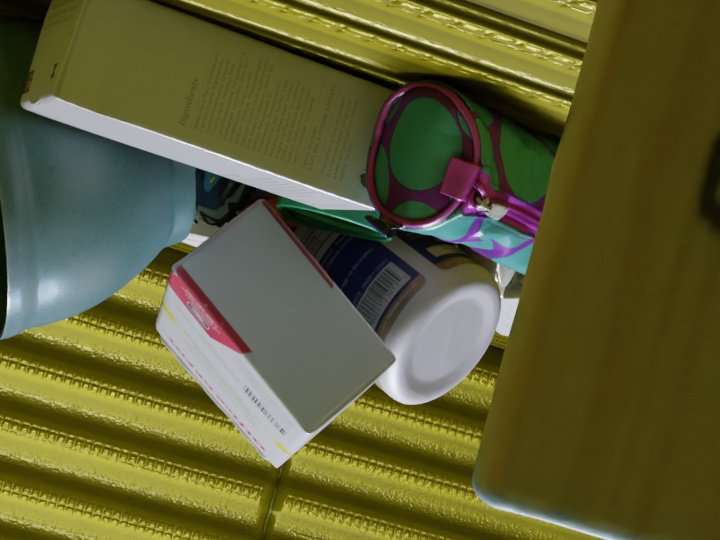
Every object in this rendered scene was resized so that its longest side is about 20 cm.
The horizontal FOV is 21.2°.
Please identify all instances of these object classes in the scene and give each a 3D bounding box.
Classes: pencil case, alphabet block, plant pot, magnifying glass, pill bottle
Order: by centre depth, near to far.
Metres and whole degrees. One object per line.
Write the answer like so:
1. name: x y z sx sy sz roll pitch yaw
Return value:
1. alphabet block: 0.166 0.009 0.649 0.195 0.202 0.195 15 175 14
2. pencil case: 0.090 -0.038 1.089 0.199 0.085 0.093 19 -157 -46
3. plant pot: -0.182 -0.067 1.210 0.133 0.202 0.200 -11 -174 -20
4. magnifying glass: -0.035 -0.041 1.314 0.079 0.023 0.200 18 174 -21
5. pill bottle: 0.000 0.000 1.431 0.200 0.116 0.115 39 -170 34

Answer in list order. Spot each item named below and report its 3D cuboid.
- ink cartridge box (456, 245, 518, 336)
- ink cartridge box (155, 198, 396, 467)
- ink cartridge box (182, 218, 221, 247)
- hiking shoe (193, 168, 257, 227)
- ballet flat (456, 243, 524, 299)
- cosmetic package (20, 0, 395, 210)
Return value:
1. ink cartridge box: 0.178 0.035 1.851 0.199 0.057 0.162 8 163 40
2. ink cartridge box: -0.066 0.049 1.353 0.145 0.083 0.200 49 164 3
3. ink cartridge box: -0.073 -0.044 1.630 0.199 0.084 0.145 19 175 -37
4. hiking shoe: -0.128 -0.081 1.439 0.087 0.075 0.200 37 158 -18
5. ballet flat: 0.109 -0.014 1.454 0.074 0.075 0.200 14 175 25
6. cosmetic package: -0.082 -0.096 1.092 0.199 0.075 0.102 20 174 -21
